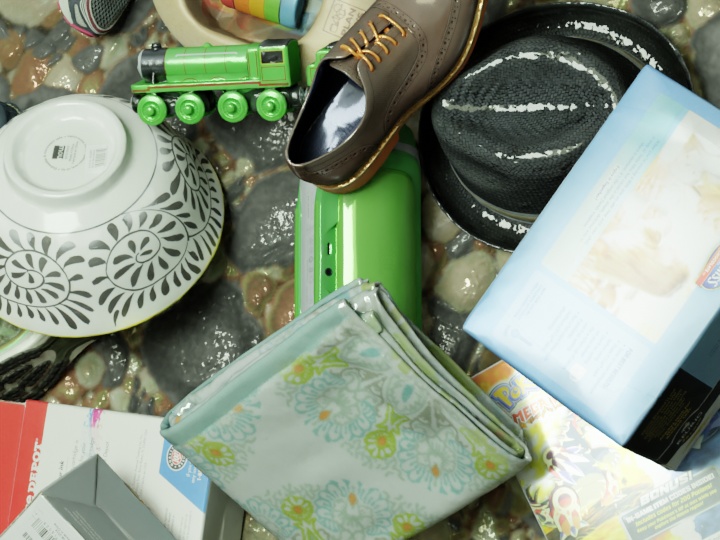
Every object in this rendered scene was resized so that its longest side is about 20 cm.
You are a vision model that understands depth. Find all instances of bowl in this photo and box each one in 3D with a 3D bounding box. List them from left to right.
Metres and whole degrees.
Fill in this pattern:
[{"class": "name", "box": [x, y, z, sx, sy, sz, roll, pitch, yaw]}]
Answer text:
[{"class": "bowl", "box": [-0.203, -0.060, 1.353, 0.201, 0.094, 0.201, -3, 57, 4]}]

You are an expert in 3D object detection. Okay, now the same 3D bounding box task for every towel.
[{"class": "towel", "box": [-0.010, 0.111, 1.243, 0.200, 0.048, 0.171, -35, 109, 31]}]

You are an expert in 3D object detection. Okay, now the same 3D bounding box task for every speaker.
[{"class": "speaker", "box": [0.000, 0.000, 1.309, 0.088, 0.088, 0.200, -4, 80, 22]}]

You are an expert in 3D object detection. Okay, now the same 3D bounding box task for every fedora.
[{"class": "fedora", "box": [0.121, -0.104, 1.271, 0.200, 0.092, 0.201, -4, 79, 22]}]

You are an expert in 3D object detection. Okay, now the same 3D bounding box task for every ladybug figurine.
[{"class": "ladybug figurine", "box": [-0.059, -0.202, 1.370, 0.200, 0.072, 0.136, 25, 100, 20]}]

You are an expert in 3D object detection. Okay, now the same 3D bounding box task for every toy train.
[{"class": "toy train", "box": [-0.069, -0.134, 1.319, 0.200, 0.042, 0.056, 0, 106, 15]}]

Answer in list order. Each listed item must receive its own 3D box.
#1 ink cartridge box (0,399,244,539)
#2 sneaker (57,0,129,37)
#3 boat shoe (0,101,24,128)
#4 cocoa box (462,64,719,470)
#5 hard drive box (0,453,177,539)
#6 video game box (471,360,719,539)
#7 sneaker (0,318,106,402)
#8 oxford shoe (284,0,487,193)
[{"class": "ink cartridge box", "box": [-0.186, 0.159, 1.368, 0.200, 0.067, 0.116, 6, 85, 23]}, {"class": "sneaker", "box": [-0.163, -0.265, 1.417, 0.075, 0.081, 0.200, 34, 102, 25]}, {"class": "boat shoe", "box": [-0.319, -0.043, 1.461, 0.075, 0.062, 0.200, 39, 97, 21]}, {"class": "cocoa box", "box": [0.185, 0.001, 1.160, 0.133, 0.131, 0.200, 37, 94, 26]}, {"class": "hard drive box", "box": [-0.204, 0.252, 1.303, 0.156, 0.077, 0.200, 47, 118, 4]}, {"class": "video game box", "box": [0.197, 0.104, 1.232, 0.200, 0.047, 0.182, -31, 68, 15]}, {"class": "sneaker", "box": [-0.253, 0.034, 1.424, 0.200, 0.077, 0.089, -37, 60, 6]}, {"class": "oxford shoe", "box": [0.019, -0.140, 1.235, 0.071, 0.073, 0.200, 33, 97, 20]}]
